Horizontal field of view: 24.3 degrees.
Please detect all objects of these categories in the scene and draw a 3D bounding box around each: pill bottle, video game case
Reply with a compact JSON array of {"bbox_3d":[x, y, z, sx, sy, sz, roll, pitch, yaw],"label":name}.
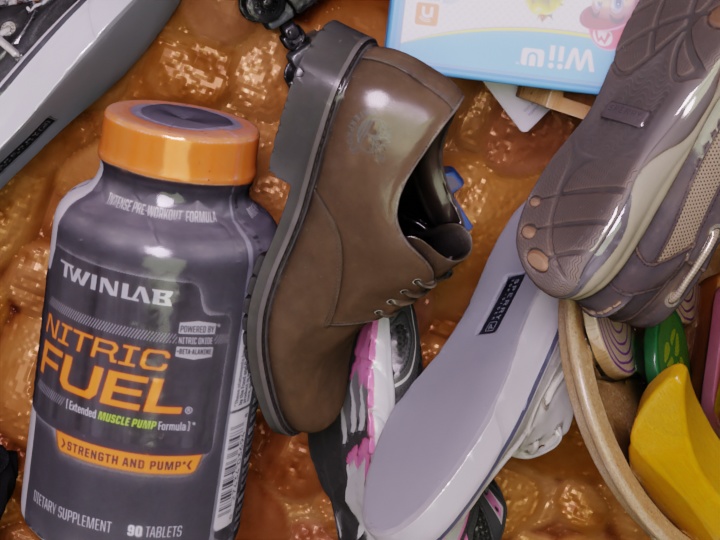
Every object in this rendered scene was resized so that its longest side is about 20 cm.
[{"bbox_3d":[-0.094,0.026,0.770,0.106,0.106,0.201,8,105,-6],"label":"pill bottle"},{"bbox_3d":[0.091,-0.176,0.695,0.142,0.018,0.201,6,99,-3],"label":"video game case"}]

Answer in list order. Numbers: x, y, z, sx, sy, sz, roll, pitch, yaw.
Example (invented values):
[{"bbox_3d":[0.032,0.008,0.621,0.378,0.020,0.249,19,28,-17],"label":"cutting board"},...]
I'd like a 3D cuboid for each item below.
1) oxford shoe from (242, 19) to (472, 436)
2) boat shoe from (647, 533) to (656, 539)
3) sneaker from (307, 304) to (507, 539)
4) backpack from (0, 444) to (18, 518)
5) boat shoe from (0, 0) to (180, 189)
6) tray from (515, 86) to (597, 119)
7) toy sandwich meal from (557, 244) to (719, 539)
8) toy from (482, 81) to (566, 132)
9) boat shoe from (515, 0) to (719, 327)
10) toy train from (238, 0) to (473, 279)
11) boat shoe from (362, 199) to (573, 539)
[{"bbox_3d":[0.000,0.000,0.717,0.084,0.073,0.201,22,128,12],"label":"oxford shoe"},{"bbox_3d":[0.236,0.137,0.839,0.199,0.074,0.076,7,106,-5],"label":"boat shoe"},{"bbox_3d":[0.028,0.105,0.829,0.086,0.080,0.201,-11,107,-24],"label":"sneaker"},{"bbox_3d":[-0.285,0.124,0.775,0.199,0.135,0.183,30,102,-9],"label":"backpack"},{"bbox_3d":[-0.157,-0.093,0.751,0.068,0.074,0.199,45,94,5],"label":"boat shoe"},{"bbox_3d":[0.147,-0.158,0.743,0.098,0.037,0.201,14,98,-24],"label":"tray"},{"bbox_3d":[0.169,0.046,0.756,0.070,0.205,0.206,-22,111,39],"label":"toy sandwich meal"},{"bbox_3d":[0.049,-0.175,0.744,0.115,0.047,0.200,-43,116,-4],"label":"toy"},{"bbox_3d":[0.141,-0.066,0.677,0.073,0.074,0.200,34,93,-31],"label":"boat shoe"},{"bbox_3d":[-0.004,-0.083,0.782,0.046,0.034,0.201,-34,105,-6],"label":"toy train"},{"bbox_3d":[0.072,0.054,0.774,0.070,0.071,0.201,44,60,-26],"label":"boat shoe"}]
